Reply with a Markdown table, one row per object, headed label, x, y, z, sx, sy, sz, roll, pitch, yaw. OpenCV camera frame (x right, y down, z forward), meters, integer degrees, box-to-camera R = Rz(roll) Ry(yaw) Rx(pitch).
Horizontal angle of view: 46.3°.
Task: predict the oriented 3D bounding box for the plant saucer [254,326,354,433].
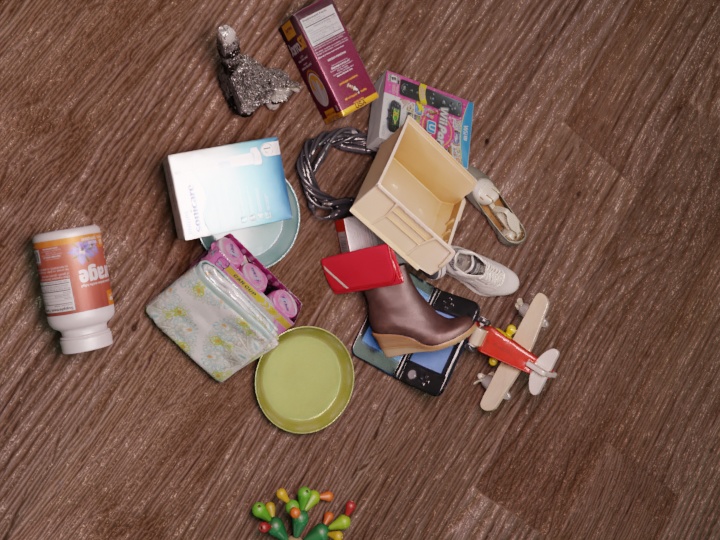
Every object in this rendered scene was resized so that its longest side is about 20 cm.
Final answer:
| label | x | y | z | sx | sy | sz | roll | pitch | yaw |
| --- | --- | --- | --- | --- | --- | --- | --- | --- | --- |
| plant saucer | -0.108 | 0.206 | 1.601 | 0.197 | 0.031 | 0.204 | -1 | 92 | -22 |

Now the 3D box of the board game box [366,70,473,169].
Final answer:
| label | x | y | z | sx | sy | sz | roll | pitch | yaw |
| --- | --- | --- | --- | --- | --- | --- | --- | --- | --- |
| board game box | 0.118 | -0.284 | 1.641 | 0.197 | 0.064 | 0.150 | 16 | 70 | -22 |

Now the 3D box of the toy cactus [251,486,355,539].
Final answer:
| label | x | y | z | sx | sy | sz | roll | pitch | yaw |
| --- | --- | --- | --- | --- | --- | --- | --- | --- | --- |
| toy cactus | -0.112 | 0.492 | 1.583 | 0.197 | 0.102 | 0.168 | 11 | 97 | -30 |

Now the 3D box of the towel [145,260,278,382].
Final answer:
| label | x | y | z | sx | sy | sz | roll | pitch | yaw |
| --- | --- | --- | --- | --- | --- | --- | --- | --- | --- |
| towel | -0.260 | 0.094 | 1.477 | 0.170 | 0.048 | 0.200 | -34 | 107 | 29 |

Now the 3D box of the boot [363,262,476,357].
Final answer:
| label | x | y | z | sx | sy | sz | roll | pitch | yaw |
| --- | --- | --- | --- | --- | --- | --- | --- | --- | --- |
| boot | 0.106 | 0.067 | 1.580 | 0.197 | 0.072 | 0.169 | -14 | 102 | 12 |

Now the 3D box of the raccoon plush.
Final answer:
| label | x | y | z | sx | sy | sz | roll | pitch | yaw |
| --- | --- | --- | --- | --- | --- | --- | --- | --- | --- |
| raccoon plush | -0.174 | -0.357 | 1.491 | 0.133 | 0.201 | 0.097 | -28 | 69 | -19 |

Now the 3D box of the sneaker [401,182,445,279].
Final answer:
| label | x | y | z | sx | sy | sz | roll | pitch | yaw |
| --- | --- | --- | --- | --- | --- | --- | --- | --- | --- |
| sneaker | 0.083 | -0.064 | 1.576 | 0.079 | 0.078 | 0.202 | -27 | 86 | -29 |

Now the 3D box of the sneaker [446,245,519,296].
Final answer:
| label | x | y | z | sx | sy | sz | roll | pitch | yaw |
| --- | --- | --- | --- | --- | --- | --- | --- | --- | --- |
| sneaker | 0.247 | 0.005 | 1.710 | 0.197 | 0.080 | 0.078 | 19 | 83 | -22 |

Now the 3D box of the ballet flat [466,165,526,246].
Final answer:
| label | x | y | z | sx | sy | sz | roll | pitch | yaw |
| --- | --- | --- | --- | --- | --- | --- | --- | --- | --- |
| ballet flat | 0.276 | -0.136 | 1.725 | 0.067 | 0.064 | 0.201 | -42 | 105 | -15 |

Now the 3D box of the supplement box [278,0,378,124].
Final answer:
| label | x | y | z | sx | sy | sz | roll | pitch | yaw |
| --- | --- | --- | --- | --- | --- | --- | --- | --- | --- |
| supplement box | -0.060 | -0.387 | 1.563 | 0.085 | 0.110 | 0.202 | -31 | 101 | -17 |

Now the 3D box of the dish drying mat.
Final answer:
| label | x | y | z | sx | sy | sz | roll | pitch | yaw |
| --- | --- | --- | --- | --- | --- | --- | --- | --- | --- |
| dish drying mat | 0.000 | 0.000 | 1.551 | 0.018 | 0.199 | 0.078 | -25 | 99 | -38 |

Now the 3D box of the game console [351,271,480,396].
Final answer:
| label | x | y | z | sx | sy | sz | roll | pitch | yaw |
| --- | --- | --- | --- | --- | --- | --- | --- | --- | --- |
| game console | 0.109 | 0.115 | 1.642 | 0.118 | 0.169 | 0.202 | 34 | 79 | -45 |

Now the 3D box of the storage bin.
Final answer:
| label | x | y | z | sx | sy | sz | roll | pitch | yaw |
| --- | --- | --- | --- | --- | --- | --- | --- | --- | --- |
| storage bin | 0.103 | -0.130 | 1.499 | 0.198 | 0.093 | 0.201 | 40 | 44 | -17 |

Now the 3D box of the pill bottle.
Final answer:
| label | x | y | z | sx | sy | sz | roll | pitch | yaw |
| --- | --- | --- | --- | --- | --- | --- | --- | --- | --- |
| pill bottle | -0.475 | 0.032 | 1.411 | 0.110 | 0.112 | 0.204 | -11 | 96 | -20 |

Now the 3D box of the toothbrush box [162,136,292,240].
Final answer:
| label | x | y | z | sx | sy | sz | roll | pitch | yaw |
| --- | --- | --- | --- | --- | --- | --- | --- | --- | --- |
| toothbrush box | -0.234 | -0.143 | 1.477 | 0.197 | 0.085 | 0.149 | -14 | 97 | -21 |

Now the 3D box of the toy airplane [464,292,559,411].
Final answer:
| label | x | y | z | sx | sy | sz | roll | pitch | yaw |
| --- | --- | --- | --- | --- | --- | --- | --- | --- | --- |
| toy airplane | 0.310 | 0.164 | 1.706 | 0.197 | 0.141 | 0.202 | -19 | 85 | 13 |

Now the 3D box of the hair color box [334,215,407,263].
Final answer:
| label | x | y | z | sx | sy | sz | roll | pitch | yaw |
| --- | --- | --- | --- | --- | --- | --- | --- | --- | --- |
| hair color box | 0.058 | -0.065 | 1.643 | 0.197 | 0.064 | 0.113 | -13 | 94 | -19 |

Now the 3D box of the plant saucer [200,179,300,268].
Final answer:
| label | x | y | z | sx | sy | sz | roll | pitch | yaw |
| --- | --- | --- | --- | --- | --- | --- | --- | --- | --- |
| plant saucer | -0.210 | -0.100 | 1.552 | 0.197 | 0.036 | 0.204 | -1 | 92 | -20 |

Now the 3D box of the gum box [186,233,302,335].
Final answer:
| label | x | y | z | sx | sy | sz | roll | pitch | yaw |
| --- | --- | --- | --- | --- | --- | --- | --- | --- | --- |
| gum box | -0.215 | 0.038 | 1.503 | 0.113 | 0.066 | 0.200 | -34 | 111 | 29 |

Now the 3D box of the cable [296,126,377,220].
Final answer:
| label | x | y | z | sx | sy | sz | roll | pitch | yaw |
| --- | --- | --- | --- | --- | --- | --- | --- | --- | --- |
| cable | -0.028 | -0.193 | 1.619 | 0.198 | 0.051 | 0.166 | -23 | 93 | -21 |
